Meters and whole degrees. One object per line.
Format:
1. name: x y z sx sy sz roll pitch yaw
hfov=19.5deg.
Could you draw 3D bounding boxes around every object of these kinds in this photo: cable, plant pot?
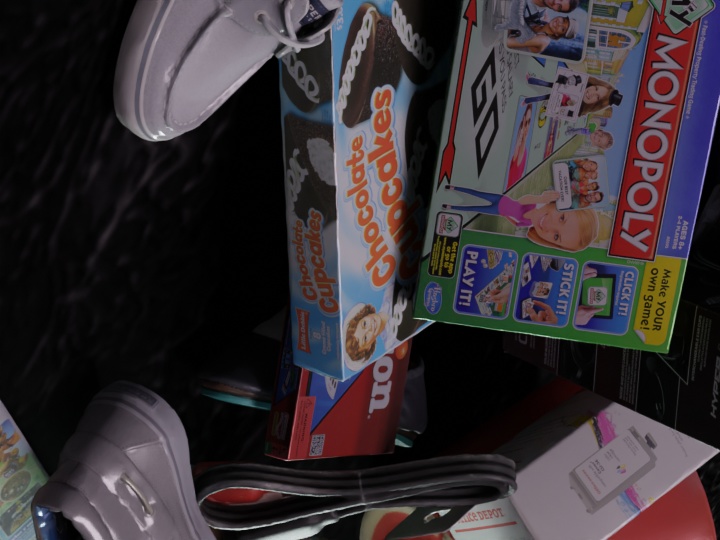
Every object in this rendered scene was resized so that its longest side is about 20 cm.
1. cable: -0.016 0.114 1.167 0.199 0.051 0.097 -16 146 9
2. plant pot: 0.108 0.187 1.398 0.176 0.201 0.201 -17 137 -29

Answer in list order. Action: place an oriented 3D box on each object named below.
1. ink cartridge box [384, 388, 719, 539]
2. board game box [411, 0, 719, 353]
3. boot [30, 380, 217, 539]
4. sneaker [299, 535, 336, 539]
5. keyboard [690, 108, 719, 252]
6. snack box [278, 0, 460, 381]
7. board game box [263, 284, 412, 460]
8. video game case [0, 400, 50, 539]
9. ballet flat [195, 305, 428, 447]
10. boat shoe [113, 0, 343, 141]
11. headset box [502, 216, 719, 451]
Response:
1. ink cartridge box: 0.122 0.128 1.262 0.199 0.068 0.116 -33 -179 -21
2. board game box: 0.105 -0.064 1.043 0.029 0.134 0.201 -85 -177 -71
3. boot: -0.127 0.158 1.115 0.096 0.073 0.201 -54 145 -37
4. sneaker: 0.015 0.198 1.277 0.092 0.199 0.076 22 84 -69
5. keyboard: 0.188 -0.117 1.160 0.104 0.039 0.201 115 -14 -54
6. snack box: 0.009 -0.058 1.064 0.116 0.037 0.201 -31 127 -46
7. board game box: 0.000 0.000 1.125 0.103 0.019 0.201 3 97 -57
8. video game case: -0.211 0.155 1.070 0.143 0.018 0.200 -43 149 -16
9. ballet flat: -0.022 0.053 1.185 0.200 0.073 0.073 20 106 -55
10. boat shoe: -0.035 -0.136 0.954 0.200 0.068 0.072 -52 150 -1
11. headset box: 0.187 0.023 1.173 0.148 0.200 0.078 -9 113 -36
